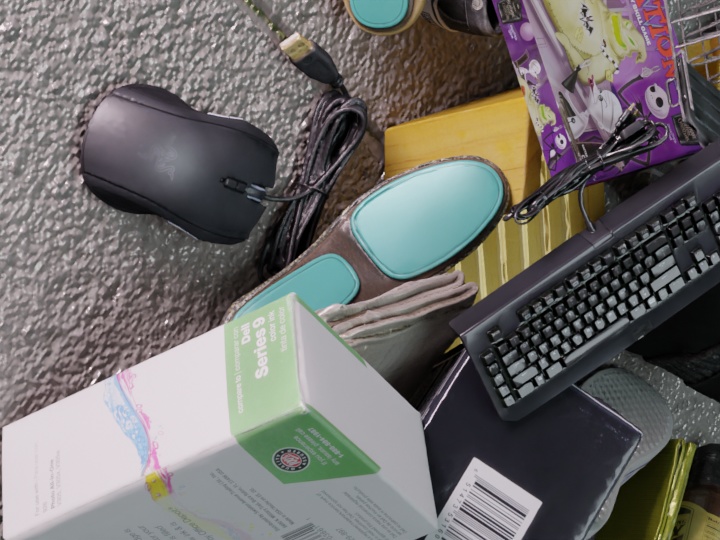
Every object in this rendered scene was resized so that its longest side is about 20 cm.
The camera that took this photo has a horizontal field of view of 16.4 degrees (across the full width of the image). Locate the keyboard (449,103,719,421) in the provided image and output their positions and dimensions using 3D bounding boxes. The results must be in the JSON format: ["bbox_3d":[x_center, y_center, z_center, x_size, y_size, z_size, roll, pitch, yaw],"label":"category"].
[{"bbox_3d":[0.138,-0.012,1.421,0.200,0.021,0.127,-34,115,-12],"label":"keyboard"}]

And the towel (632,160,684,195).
[{"bbox_3d":[0.279,-0.061,1.779,0.166,0.085,0.200,-57,139,-23],"label":"towel"}]

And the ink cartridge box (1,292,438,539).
[{"bbox_3d":[-0.080,0.115,1.385,0.145,0.199,0.088,44,28,-44],"label":"ink cartridge box"}]

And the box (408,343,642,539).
[{"bbox_3d":[0.052,0.158,1.518,0.123,0.198,0.201,34,76,-5],"label":"box"}]

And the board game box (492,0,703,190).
[{"bbox_3d":[0.131,-0.153,1.468,0.120,0.032,0.201,-17,87,-45],"label":"board game box"}]

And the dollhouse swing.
[{"bbox_3d":[0.138,-0.035,1.589,0.199,0.181,0.177,-19,96,-41],"label":"dollhouse swing"}]

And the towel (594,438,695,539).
[{"bbox_3d":[0.179,0.213,1.753,0.018,0.086,0.201,26,74,-25],"label":"towel"}]

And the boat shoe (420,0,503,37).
[{"bbox_3d":[0.087,-0.242,1.524,0.073,0.068,0.200,14,94,-48],"label":"boat shoe"}]

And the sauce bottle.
[{"bbox_3d":[0.242,0.203,1.799,0.200,0.064,0.065,-65,148,-53],"label":"sauce bottle"}]

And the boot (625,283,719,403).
[{"bbox_3d":[0.259,0.025,1.673,0.157,0.211,0.080,28,64,-8],"label":"boot"}]

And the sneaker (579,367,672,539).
[{"bbox_3d":[0.141,0.147,1.733,0.114,0.073,0.200,-53,173,38],"label":"sneaker"}]

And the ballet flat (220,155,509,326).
[{"bbox_3d":[0.000,0.000,1.498,0.200,0.068,0.075,-35,170,-8],"label":"ballet flat"}]

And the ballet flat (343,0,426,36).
[{"bbox_3d":[0.013,-0.240,1.467,0.063,0.068,0.201,-48,143,-62],"label":"ballet flat"}]

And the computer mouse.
[{"bbox_3d":[-0.066,-0.077,1.440,0.200,0.046,0.141,28,86,-48],"label":"computer mouse"}]

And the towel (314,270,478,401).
[{"bbox_3d":[-0.019,0.073,1.483,0.132,0.035,0.200,-15,152,-41],"label":"towel"}]

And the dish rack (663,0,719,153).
[{"bbox_3d":[0.228,-0.149,1.512,0.153,0.054,0.201,28,50,-50],"label":"dish rack"}]
